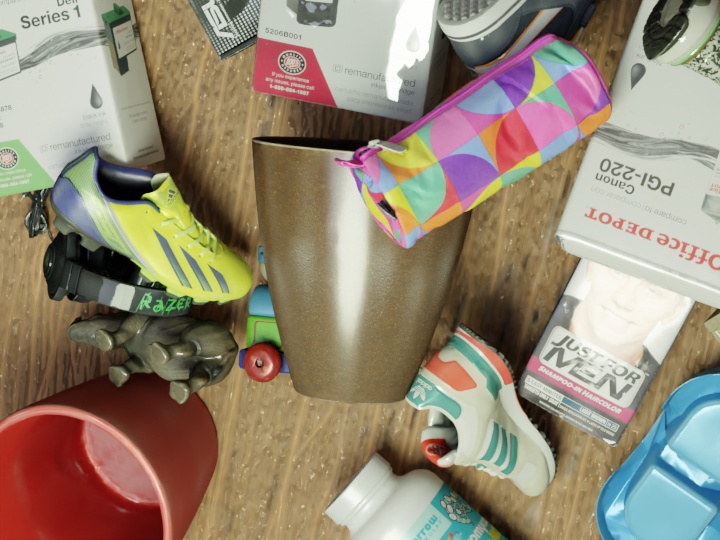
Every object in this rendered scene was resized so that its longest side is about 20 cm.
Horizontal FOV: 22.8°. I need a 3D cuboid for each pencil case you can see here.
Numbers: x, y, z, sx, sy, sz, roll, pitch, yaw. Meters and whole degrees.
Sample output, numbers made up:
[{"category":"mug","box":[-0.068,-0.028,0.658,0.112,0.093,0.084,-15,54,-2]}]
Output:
[{"category":"pencil case","box":[0.085,-0.096,1.304,0.199,0.088,0.089,-32,97,-8]}]

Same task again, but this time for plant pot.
[{"category":"plant pot","box":[0.000,0.000,1.435,0.185,0.187,0.202,6,97,17]},{"category":"plant pot","box":[-0.224,0.183,1.598,0.199,0.177,0.202,6,109,16]}]

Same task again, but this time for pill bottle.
[{"category":"pill bottle","box":[0.064,0.251,1.558,0.200,0.111,0.111,41,115,1]}]

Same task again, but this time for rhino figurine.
[{"category":"rhino figurine","box":[-0.189,0.064,1.581,0.199,0.087,0.060,13,116,43]}]

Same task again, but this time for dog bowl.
[{"category":"dog bowl","box":[0.280,0.165,1.491,0.111,0.050,0.201,34,115,6]}]

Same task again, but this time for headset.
[{"category":"headset","box":[-0.228,-0.019,1.573,0.199,0.123,0.095,24,104,37]}]

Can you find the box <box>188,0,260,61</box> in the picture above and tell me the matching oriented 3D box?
[{"category":"box","box":[-0.080,-0.303,1.460,0.192,0.048,0.201,-25,99,21]}]

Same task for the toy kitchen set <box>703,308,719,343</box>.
[{"category":"toy kitchen set","box":[0.414,0.022,1.378,0.163,0.180,0.200,49,151,1]}]

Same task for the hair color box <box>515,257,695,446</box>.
[{"category":"hair color box","box":[0.213,0.033,1.464,0.099,0.061,0.201,28,113,8]}]

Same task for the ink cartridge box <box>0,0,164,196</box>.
[{"category":"ink cartridge box","box":[-0.266,-0.176,1.533,0.145,0.084,0.202,-9,99,19]}]

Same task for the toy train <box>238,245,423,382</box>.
[{"category":"toy train","box":[-0.003,0.041,1.536,0.198,0.085,0.117,4,96,17]}]

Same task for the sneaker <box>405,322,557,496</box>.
[{"category":"sneaker","box":[0.094,0.135,1.484,0.070,0.093,0.200,37,162,44]}]

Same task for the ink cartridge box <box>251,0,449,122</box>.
[{"category":"ink cartridge box","box":[0.001,-0.232,1.389,0.144,0.083,0.202,12,114,11]}]

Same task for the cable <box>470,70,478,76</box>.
[{"category":"cable","box":[0.163,-0.213,1.423,0.200,0.050,0.097,-47,72,13]}]

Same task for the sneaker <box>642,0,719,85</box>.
[{"category":"sneaker","box":[0.269,-0.197,1.306,0.088,0.201,0.077,40,140,-13]}]

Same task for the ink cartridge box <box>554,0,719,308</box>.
[{"category":"ink cartridge box","box":[0.248,-0.089,1.359,0.145,0.085,0.201,20,89,12]}]

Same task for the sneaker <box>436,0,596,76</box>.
[{"category":"sneaker","box":[0.148,-0.224,1.368,0.200,0.078,0.080,-41,126,-9]}]

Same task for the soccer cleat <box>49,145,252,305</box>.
[{"category":"soccer cleat","box":[-0.163,-0.036,1.491,0.199,0.065,0.084,28,114,-28]}]
